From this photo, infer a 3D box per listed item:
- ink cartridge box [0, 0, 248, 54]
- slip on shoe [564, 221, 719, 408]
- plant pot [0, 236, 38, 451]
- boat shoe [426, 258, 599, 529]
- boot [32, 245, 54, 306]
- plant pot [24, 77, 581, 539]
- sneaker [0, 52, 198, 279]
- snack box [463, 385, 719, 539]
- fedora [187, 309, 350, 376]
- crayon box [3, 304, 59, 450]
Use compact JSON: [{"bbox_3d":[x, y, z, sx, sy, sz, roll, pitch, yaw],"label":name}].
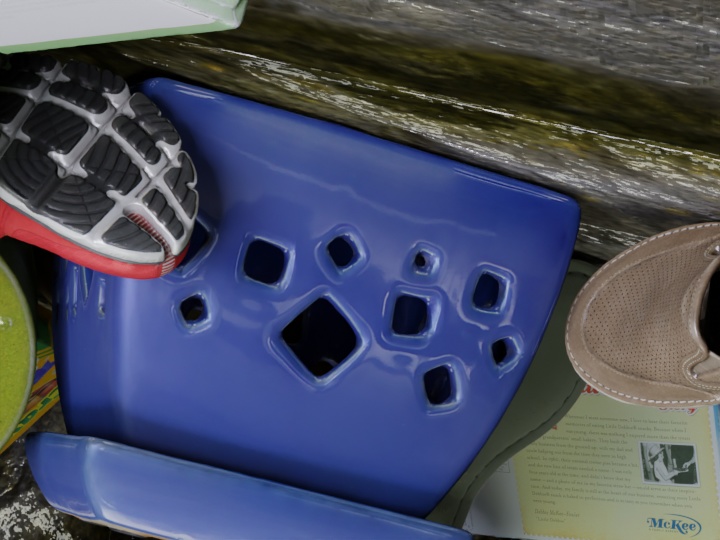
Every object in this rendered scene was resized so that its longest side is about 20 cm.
[{"bbox_3d":[-0.144,-0.109,0.662,0.199,0.048,0.145,19,172,-33],"label":"ink cartridge box"},{"bbox_3d":[0.146,0.016,0.964,0.060,0.077,0.199,13,173,-39],"label":"slip on shoe"},{"bbox_3d":[-0.225,0.022,1.111,0.199,0.202,0.193,17,-176,-21],"label":"plant pot"},{"bbox_3d":[0.046,0.071,1.214,0.072,0.202,0.061,34,-174,-24],"label":"boat shoe"},{"bbox_3d":[-0.132,0.001,1.435,0.199,0.073,0.154,16,175,40],"label":"boot"},{"bbox_3d":[-0.040,0.036,1.079,0.199,0.181,0.200,16,174,-15],"label":"plant pot"},{"bbox_3d":[-0.145,-0.040,0.978,0.199,0.077,0.085,25,139,24],"label":"sneaker"},{"bbox_3d":[0.121,0.093,1.390,0.199,0.117,0.037,2,-163,35],"label":"snack box"},{"bbox_3d":[-0.024,0.074,1.340,0.200,0.082,0.201,23,-150,-14],"label":"fedora"},{"bbox_3d":[-0.230,0.071,1.434,0.052,0.126,0.200,48,-179,11],"label":"crayon box"}]
